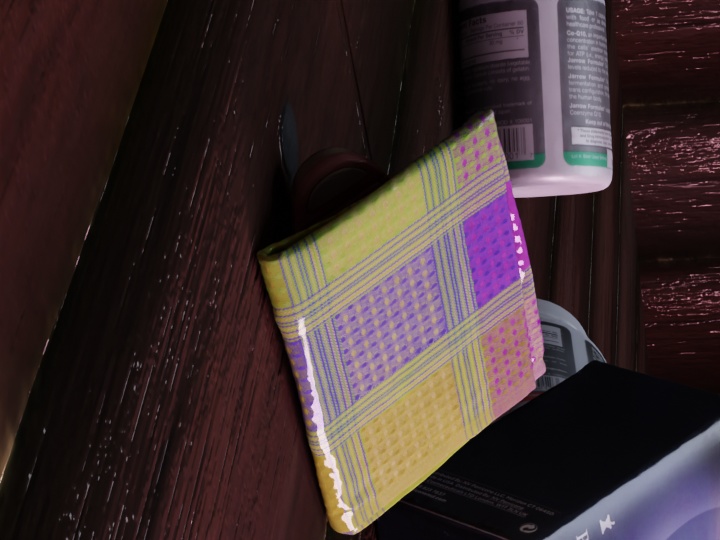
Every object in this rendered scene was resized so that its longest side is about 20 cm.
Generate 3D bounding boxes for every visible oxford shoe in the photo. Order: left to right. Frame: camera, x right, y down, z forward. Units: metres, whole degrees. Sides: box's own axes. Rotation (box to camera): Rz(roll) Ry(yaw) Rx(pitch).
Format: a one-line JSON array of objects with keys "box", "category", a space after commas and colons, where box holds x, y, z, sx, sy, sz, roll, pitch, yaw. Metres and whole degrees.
[{"box": [0.000, 0.000, 1.063, 0.075, 0.070, 0.200, 56, -7, 40], "category": "oxford shoe"}]

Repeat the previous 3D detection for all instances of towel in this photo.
[{"box": [0.024, 0.029, 1.023, 0.144, 0.023, 0.200, -36, 138, -21], "category": "towel"}]

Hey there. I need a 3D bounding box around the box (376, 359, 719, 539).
[{"box": [0.126, 0.186, 1.234, 0.198, 0.123, 0.200, -28, 120, -40], "category": "box"}]

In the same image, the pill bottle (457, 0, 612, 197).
[{"box": [0.131, -0.159, 1.611, 0.113, 0.113, 0.200, 16, 72, -79], "category": "pill bottle"}]

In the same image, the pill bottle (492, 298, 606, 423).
[{"box": [0.115, 0.100, 1.426, 0.200, 0.116, 0.116, -85, 169, -68], "category": "pill bottle"}]
